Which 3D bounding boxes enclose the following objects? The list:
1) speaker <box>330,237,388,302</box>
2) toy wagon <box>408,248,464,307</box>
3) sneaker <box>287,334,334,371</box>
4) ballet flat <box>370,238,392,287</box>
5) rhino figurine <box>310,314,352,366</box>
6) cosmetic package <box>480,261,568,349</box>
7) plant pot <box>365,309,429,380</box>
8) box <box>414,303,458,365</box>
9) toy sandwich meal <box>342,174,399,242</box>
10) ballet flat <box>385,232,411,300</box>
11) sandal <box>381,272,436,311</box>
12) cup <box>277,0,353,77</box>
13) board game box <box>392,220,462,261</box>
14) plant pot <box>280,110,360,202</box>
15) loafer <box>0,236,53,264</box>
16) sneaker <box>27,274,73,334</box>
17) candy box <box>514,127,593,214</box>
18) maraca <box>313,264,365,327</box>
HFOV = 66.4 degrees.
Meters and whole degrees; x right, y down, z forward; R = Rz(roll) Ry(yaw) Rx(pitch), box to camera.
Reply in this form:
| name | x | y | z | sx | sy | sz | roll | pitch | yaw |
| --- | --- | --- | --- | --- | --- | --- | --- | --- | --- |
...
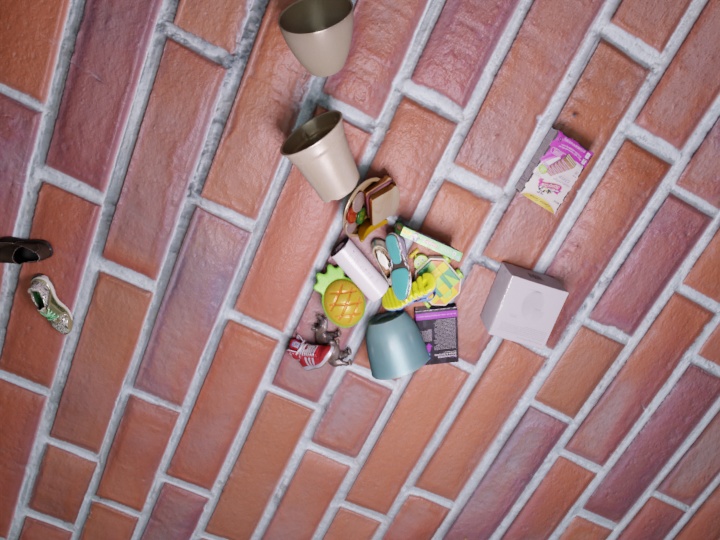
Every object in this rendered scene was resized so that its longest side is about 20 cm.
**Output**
| name | x | y | z | sx | sy | sz | roll | pitch | yaw |
| --- | --- | --- | --- | --- | --- | --- | --- | --- | --- |
| speaker | 0.000 | 0.000 | 1.693 | 0.081 | 0.082 | 0.200 | -39 | 107 | 13 |
| toy wagon | 0.226 | 0.018 | 1.731 | 0.154 | 0.040 | 0.200 | -41 | 107 | 13 |
| sneaker | -0.164 | 0.253 | 1.754 | 0.112 | 0.072 | 0.199 | 43 | 143 | -11 |
| ballet flat | 0.088 | -0.003 | 1.705 | 0.066 | 0.063 | 0.202 | -30 | 110 | 14 |
| rhino figurine | -0.101 | 0.229 | 1.790 | 0.085 | 0.060 | 0.204 | -18 | 111 | 27 |
| cosmetic package | 0.509 | 0.111 | 1.731 | 0.192 | 0.124 | 0.206 | 16 | 109 | -8 |
| plant pot | 0.104 | 0.221 | 1.728 | 0.194 | 0.201 | 0.166 | -17 | 100 | 5 |
| box | 0.250 | 0.213 | 1.810 | 0.137 | 0.036 | 0.207 | -5 | 110 | 1 |
| toy sandwich meal | 0.032 | -0.175 | 1.586 | 0.070 | 0.202 | 0.211 | 34 | 112 | 30 |
| ballet flat | 0.123 | -0.016 | 1.658 | 0.069 | 0.072 | 0.208 | -10 | 98 | 3 |
| sandal | 0.157 | 0.079 | 1.698 | 0.195 | 0.082 | 0.087 | -19 | 150 | 25 |
| cup | -0.101 | -0.592 | 1.417 | 0.193 | 0.205 | 0.146 | -12 | 138 | 3 |
| board game box | 0.197 | -0.088 | 1.636 | 0.194 | 0.135 | 0.030 | 24 | 98 | -11 |
| plant pot | -0.096 | -0.304 | 1.528 | 0.196 | 0.203 | 0.186 | -26 | 122 | 9 |
| loafer | -1.029 | -0.056 | 1.644 | 0.192 | 0.072 | 0.076 | -4 | 112 | 0 |
| sneaker | -0.972 | 0.120 | 1.705 | 0.074 | 0.089 | 0.205 | -20 | 111 | 6 |
| candy box | 0.564 | -0.290 | 1.609 | 0.133 | 0.061 | 0.204 | 25 | 109 | -12 |
| maraca | -0.064 | 0.080 | 1.711 | 0.135 | 0.107 | 0.203 | -35 | 100 | -11 |
